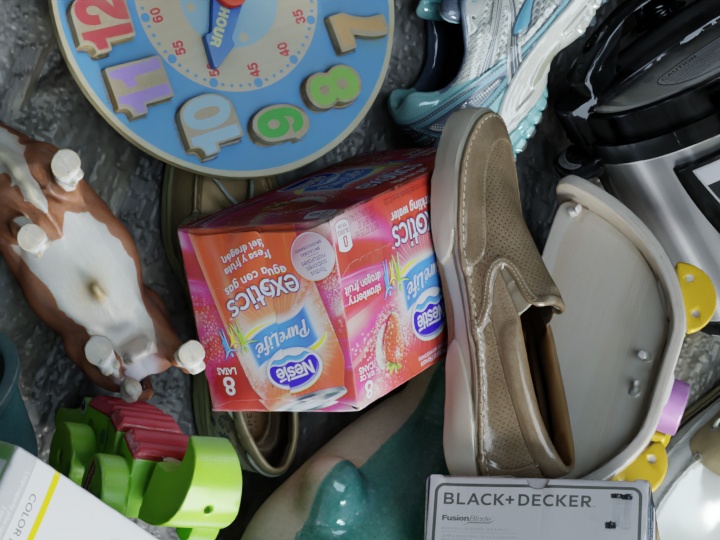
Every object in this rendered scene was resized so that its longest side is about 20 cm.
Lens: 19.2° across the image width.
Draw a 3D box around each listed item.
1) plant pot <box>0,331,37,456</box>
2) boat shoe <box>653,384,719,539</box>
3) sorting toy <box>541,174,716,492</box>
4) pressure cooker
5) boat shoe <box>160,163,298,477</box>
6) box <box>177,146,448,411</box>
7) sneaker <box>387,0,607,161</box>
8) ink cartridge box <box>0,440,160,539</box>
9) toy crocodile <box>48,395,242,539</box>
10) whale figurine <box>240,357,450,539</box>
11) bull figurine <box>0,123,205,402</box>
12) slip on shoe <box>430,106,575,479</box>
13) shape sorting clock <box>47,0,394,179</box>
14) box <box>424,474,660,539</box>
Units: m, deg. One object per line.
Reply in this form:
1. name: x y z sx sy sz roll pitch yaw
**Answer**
1. plant pot: -0.222 0.163 1.049 0.200 0.200 0.197 -30 115 -20
2. boat shoe: 0.237 0.114 1.323 0.075 0.068 0.200 44 77 -23
3. sorting toy: 0.139 0.079 1.224 0.106 0.180 0.201 15 72 14
4. pressure cooker: 0.216 -0.083 1.236 0.176 0.178 0.201 -48 115 -41
5. boat shoe: -0.062 0.012 1.171 0.073 0.063 0.201 -13 100 -23
6. box: 0.000 0.000 1.132 0.200 0.095 0.100 -28 111 -58
7. sneaker: 0.084 -0.153 1.217 0.086 0.078 0.201 28 83 -22
8. ink cartridge box: -0.135 0.161 0.968 0.200 0.059 0.104 44 64 -46
9. toy crocodile: -0.113 0.095 1.080 0.067 0.200 0.062 9 96 -21
10. whale figurine: 0.018 0.138 1.174 0.200 0.104 0.159 -52 155 -4
11. bull figurine: -0.154 -0.014 1.087 0.065 0.121 0.200 -40 108 -9
12. slip on shoe: 0.078 0.014 1.105 0.076 0.060 0.201 18 70 -59
13. shape sorting clock: -0.071 -0.148 1.142 0.199 0.039 0.201 4 80 -20
14. box: 0.103 0.169 1.135 0.116 0.200 0.061 1 66 10
